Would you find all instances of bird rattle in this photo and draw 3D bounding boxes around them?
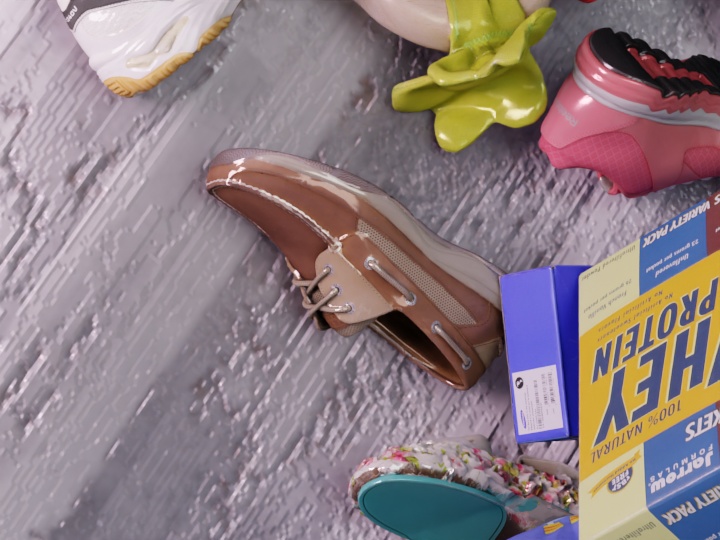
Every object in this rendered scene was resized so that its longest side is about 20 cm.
[{"bbox_3d":[0.070,-0.180,1.391,0.163,0.113,0.201,28,68,-1],"label":"bird rattle"}]

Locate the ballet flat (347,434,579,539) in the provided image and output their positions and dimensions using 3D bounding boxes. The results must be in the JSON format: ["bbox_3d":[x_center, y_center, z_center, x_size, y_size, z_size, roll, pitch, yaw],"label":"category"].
[{"bbox_3d":[0.079,0.128,1.372,0.199,0.076,0.064,21,43,-25],"label":"ballet flat"}]

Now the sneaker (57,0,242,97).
[{"bbox_3d":[-0.079,-0.184,1.331,0.200,0.076,0.088,-42,101,-24],"label":"sneaker"}]

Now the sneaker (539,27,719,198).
[{"bbox_3d":[0.178,-0.080,1.442,0.200,0.087,0.074,14,32,-42],"label":"sneaker"}]

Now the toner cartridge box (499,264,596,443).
[{"bbox_3d":[0.165,0.047,1.395,0.199,0.043,0.096,2,82,-43],"label":"toner cartridge box"}]

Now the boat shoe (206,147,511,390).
[{"bbox_3d":[0.000,0.000,1.343,0.199,0.076,0.072,30,73,-16],"label":"boat shoe"}]

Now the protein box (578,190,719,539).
[{"bbox_3d":[0.223,0.094,1.268,0.198,0.135,0.201,41,33,-27],"label":"protein box"}]

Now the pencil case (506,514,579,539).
[{"bbox_3d":[0.061,0.193,1.307,0.199,0.087,0.078,-21,125,-6],"label":"pencil case"}]
